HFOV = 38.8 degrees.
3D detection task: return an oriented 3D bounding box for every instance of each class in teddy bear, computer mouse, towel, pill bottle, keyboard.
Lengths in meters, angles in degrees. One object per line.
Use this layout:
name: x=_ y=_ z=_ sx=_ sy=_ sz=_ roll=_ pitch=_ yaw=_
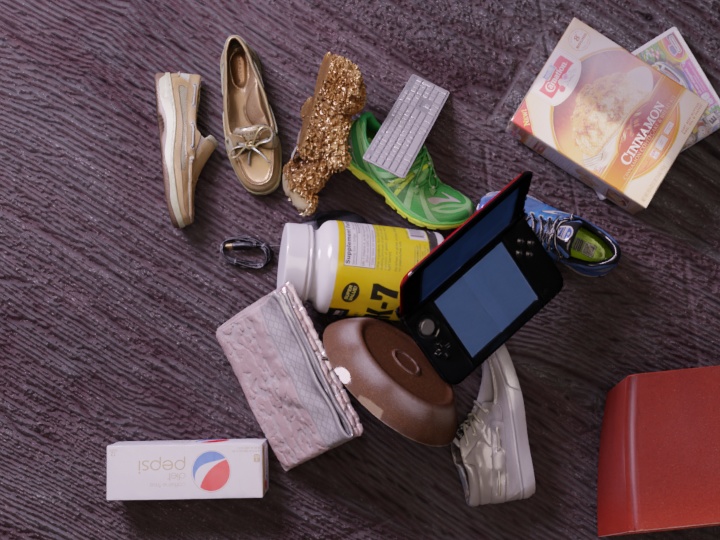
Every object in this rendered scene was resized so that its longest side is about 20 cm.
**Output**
teddy bear: x=-0.043 y=-0.165 z=1.277 sx=0.066 sy=0.145 sz=0.204 roll=17 pitch=89 yaw=-19
computer mouse: x=-0.086 y=-0.039 z=1.316 sx=0.196 sy=0.034 sz=0.060 roll=-11 pitch=87 yaw=0
towel: x=-0.092 y=0.134 z=1.239 sx=0.032 sy=0.190 sz=0.203 roll=-23 pitch=84 yaw=-36
pill bottle: x=0.000 y=0.000 z=1.255 sx=0.196 sy=0.114 sz=0.117 roll=6 pitch=86 yaw=-10
keyboard: x=0.060 y=-0.182 z=1.273 sx=0.055 sy=0.011 sz=0.201 roll=22 pitch=45 yaw=6

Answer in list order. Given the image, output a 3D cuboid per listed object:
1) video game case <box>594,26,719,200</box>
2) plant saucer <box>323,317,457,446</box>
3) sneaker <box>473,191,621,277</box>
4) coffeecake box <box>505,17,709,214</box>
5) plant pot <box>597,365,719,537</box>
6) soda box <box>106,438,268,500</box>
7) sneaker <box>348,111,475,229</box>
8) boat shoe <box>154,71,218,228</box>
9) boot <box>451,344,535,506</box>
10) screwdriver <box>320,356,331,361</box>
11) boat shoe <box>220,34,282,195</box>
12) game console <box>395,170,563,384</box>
video game case: x=0.362 y=-0.205 z=1.330 sx=0.198 sy=0.018 sz=0.145 roll=-31 pitch=87 yaw=-1
plant saucer: x=0.045 y=0.119 z=1.200 sx=0.200 sy=0.200 sz=0.037 roll=41 pitch=111 yaw=3
sneaker: x=0.238 y=-0.052 z=1.281 sx=0.196 sy=0.089 sz=0.080 roll=18 pitch=85 yaw=-1
coffeecake box: x=0.306 y=-0.192 z=1.284 sx=0.198 sy=0.073 sz=0.155 roll=33 pitch=88 yaw=4
plant pot: x=0.386 y=0.216 z=1.221 sx=0.196 sy=0.200 sz=0.180 roll=-5 pitch=74 yaw=0
soda box: x=-0.215 y=0.249 z=1.281 sx=0.196 sy=0.064 sz=0.070 roll=-1 pitch=86 yaw=0
sneaker: x=0.061 y=-0.124 z=1.288 sx=0.198 sy=0.084 sz=0.074 roll=35 pitch=44 yaw=3
boat shoe: x=-0.220 y=-0.158 z=1.311 sx=0.075 sy=0.072 sz=0.204 roll=-5 pitch=86 yaw=-11
boot: x=0.154 y=0.192 z=1.274 sx=0.094 sy=0.074 sz=0.204 roll=-10 pitch=87 yaw=-7
screwdriver: x=0.002 y=0.110 z=1.233 sx=0.029 sy=0.199 sz=0.028 roll=9 pitch=88 yaw=35
boat shoe: x=-0.147 y=-0.198 z=1.313 sx=0.072 sy=0.063 sz=0.204 roll=-14 pitch=86 yaw=-1
game console: x=0.146 y=0.014 z=1.170 sx=0.199 sy=0.118 sz=0.173 roll=-39 pitch=103 yaw=-12
